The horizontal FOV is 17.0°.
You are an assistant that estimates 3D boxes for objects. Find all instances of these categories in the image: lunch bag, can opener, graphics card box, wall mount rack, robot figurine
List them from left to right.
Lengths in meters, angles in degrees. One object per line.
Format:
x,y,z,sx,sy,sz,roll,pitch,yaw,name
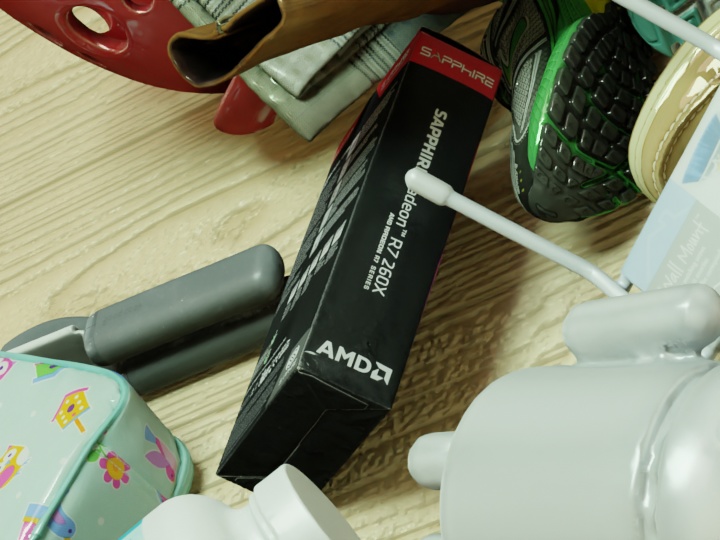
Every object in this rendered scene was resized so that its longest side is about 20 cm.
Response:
-0.181,0.135,1.185,0.160,0.077,0.200,3,55,47,lunch bag
-0.116,0.027,1.255,0.200,0.053,0.067,-22,41,25,can opener
0.000,0.000,1.126,0.126,0.051,0.200,-53,14,55,graphics card box
0.117,-0.043,1.011,0.174,0.074,0.200,42,112,41,wall mount rack
0.110,0.091,0.917,0.200,0.113,0.170,-3,91,42,robot figurine

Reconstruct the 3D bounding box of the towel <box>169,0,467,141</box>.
-0.023,-0.190,1.191,0.193,0.200,0.035,-43,1,-24,towel

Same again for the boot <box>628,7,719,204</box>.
0.220,-0.070,1.020,0.200,0.073,0.156,-37,37,3,boot

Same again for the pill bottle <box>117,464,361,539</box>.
-0.086,0.171,1.027,0.200,0.111,0.111,-40,35,4,pill bottle

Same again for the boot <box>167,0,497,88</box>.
0.033,-0.147,1.064,0.200,0.069,0.188,-21,5,-37,boot

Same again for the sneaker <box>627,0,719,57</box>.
0.215,-0.178,1.136,0.200,0.078,0.091,-22,31,19,sneaker

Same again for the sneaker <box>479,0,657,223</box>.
0.098,-0.087,1.162,0.085,0.078,0.200,-29,28,30,sneaker

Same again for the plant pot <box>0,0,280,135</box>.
-0.081,-0.188,1.296,0.201,0.182,0.200,-58,2,3,plant pot
